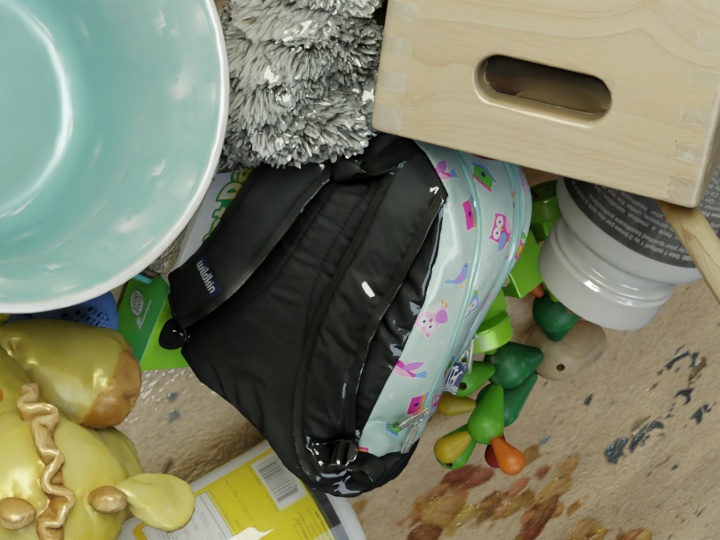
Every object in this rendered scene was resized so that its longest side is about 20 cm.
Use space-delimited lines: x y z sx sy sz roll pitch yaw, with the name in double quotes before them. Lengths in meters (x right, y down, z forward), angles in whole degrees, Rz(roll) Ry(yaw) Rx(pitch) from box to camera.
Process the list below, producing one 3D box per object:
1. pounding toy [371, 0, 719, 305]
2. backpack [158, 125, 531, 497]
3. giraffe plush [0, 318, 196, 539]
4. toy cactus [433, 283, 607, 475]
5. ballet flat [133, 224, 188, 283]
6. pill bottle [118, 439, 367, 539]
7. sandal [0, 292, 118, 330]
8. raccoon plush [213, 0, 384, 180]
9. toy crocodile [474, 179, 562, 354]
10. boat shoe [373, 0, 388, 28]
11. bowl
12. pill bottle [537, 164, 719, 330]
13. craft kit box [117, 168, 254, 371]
"pounding toy" 0.120 -0.089 0.761 0.184 0.199 0.143 -46 148 -60
"backpack" 0.000 0.000 0.872 0.126 0.167 0.201 -17 139 -56
"giraffe plush" -0.163 0.102 0.779 0.172 0.162 0.201 -30 128 -18
"toy cactus" 0.128 0.066 1.163 0.165 0.102 0.201 -11 127 -46
"ballet flat" -0.169 -0.054 0.797 0.199 0.068 0.076 19 96 -36
"pill bottle" -0.102 0.200 1.081 0.199 0.112 0.112 -29 142 -12
"sandal" -0.177 0.089 0.925 0.079 0.087 0.201 -6 131 -33
"raccoon plush" -0.049 -0.100 0.747 0.200 0.097 0.134 -50 157 -18
"toy crocodile" 0.090 -0.003 1.023 0.200 0.062 0.068 -31 110 -28
"boat shoe" 0.011 -0.210 0.800 0.073 0.063 0.201 -44 155 -38
"bowl" -0.168 -0.081 0.698 0.200 0.105 0.202 2 86 -30
"pill bottle" 0.181 -0.063 0.928 0.110 0.111 0.200 -5 135 -36
"craft kit box" -0.029 -0.033 0.958 0.197 0.049 0.201 -1 129 -36
